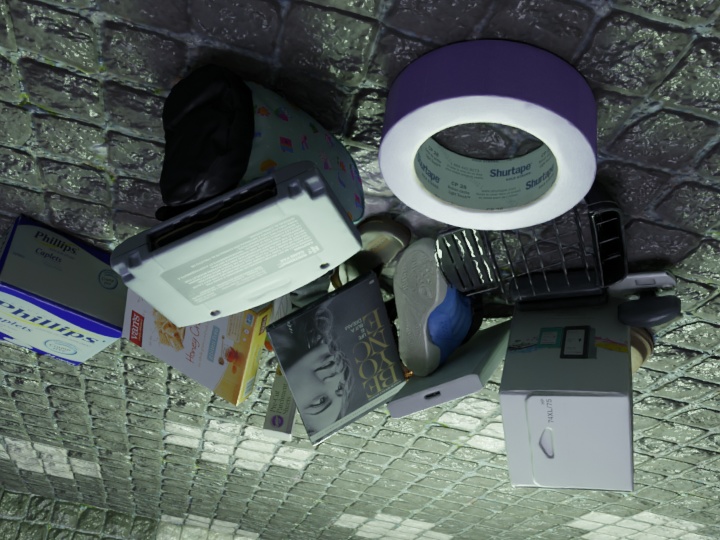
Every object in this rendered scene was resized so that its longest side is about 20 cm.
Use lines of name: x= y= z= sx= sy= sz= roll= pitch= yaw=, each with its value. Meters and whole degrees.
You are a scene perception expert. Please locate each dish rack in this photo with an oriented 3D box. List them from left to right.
dish rack: x=0.183 y=-0.019 z=0.898 sx=0.198 sy=0.055 sz=0.154 roll=-16 pitch=144 yaw=11

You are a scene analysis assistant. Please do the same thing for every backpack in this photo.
backpack: x=-0.091 y=-0.089 z=0.798 sx=0.126 sy=0.168 sz=0.200 roll=-19 pitch=147 yaw=32

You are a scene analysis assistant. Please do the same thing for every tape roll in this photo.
tape roll: x=0.118 y=-0.119 z=0.770 sx=0.198 sy=0.066 sz=0.201 roll=8 pitch=151 yaw=4

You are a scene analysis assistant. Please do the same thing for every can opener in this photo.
can opener: x=0.279 y=0.036 z=0.991 sx=0.198 sy=0.067 sz=0.053 roll=-7 pitch=146 yaw=26

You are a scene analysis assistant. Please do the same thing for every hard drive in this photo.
hard drive: x=0.127 y=0.125 z=1.076 sx=0.131 sy=0.200 sz=0.026 roll=-24 pitch=95 yaw=28

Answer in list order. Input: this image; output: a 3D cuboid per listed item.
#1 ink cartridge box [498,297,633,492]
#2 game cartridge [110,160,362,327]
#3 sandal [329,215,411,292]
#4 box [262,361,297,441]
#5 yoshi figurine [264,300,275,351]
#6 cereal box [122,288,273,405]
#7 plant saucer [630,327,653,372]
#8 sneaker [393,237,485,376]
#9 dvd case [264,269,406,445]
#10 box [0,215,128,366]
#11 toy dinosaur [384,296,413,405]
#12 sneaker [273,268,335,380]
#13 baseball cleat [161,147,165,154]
ink cartridge box: x=0.258 y=0.147 z=1.011 sx=0.145 sy=0.200 sz=0.148 roll=-2 pitch=120 yaw=19
game cartridge: x=-0.105 y=-0.016 z=0.746 sx=0.199 sy=0.041 sz=0.133 roll=-23 pitch=143 yaw=8
sandal: x=0.000 y=0.000 z=1.022 sx=0.081 sy=0.055 sz=0.200 roll=21 pitch=148 yaw=-20
box: x=-0.093 y=0.129 z=1.128 sx=0.041 sy=0.201 sz=0.039 roll=11 pitch=154 yaw=0
yoshi figurine: x=-0.141 y=0.029 z=1.104 sx=0.199 sy=0.112 sz=0.113 roll=18 pitch=112 yaw=14
cereal box: x=-0.215 y=0.065 z=1.057 sx=0.199 sy=0.039 sz=0.145 roll=26 pitch=119 yaw=19
plant saucer: x=0.309 y=0.114 z=1.161 sx=0.198 sy=0.030 sz=0.201 roll=7 pitch=152 yaw=4
sneaker: x=0.104 y=0.030 z=1.032 sx=0.076 sy=0.111 sz=0.201 roll=28 pitch=135 yaw=37
dvd case: x=-0.023 y=0.113 z=1.022 sx=0.148 sy=0.016 sz=0.201 roll=-28 pitch=128 yaw=-15
box: x=-0.438 y=0.037 z=1.165 sx=0.183 sy=0.106 sz=0.200 roll=26 pitch=146 yaw=-29
toy dinosaur: x=0.027 y=0.110 z=1.116 sx=0.101 sy=0.137 sz=0.200 roll=-6 pitch=155 yaw=21
sneaker: x=-0.076 y=0.043 z=1.019 sx=0.075 sy=0.202 sz=0.081 roll=-10 pitch=-155 yaw=-35
baseball cleat: x=-0.138 y=-0.092 z=0.904 sx=0.105 sy=0.070 sz=0.200 roll=-2 pitch=159 yaw=8
